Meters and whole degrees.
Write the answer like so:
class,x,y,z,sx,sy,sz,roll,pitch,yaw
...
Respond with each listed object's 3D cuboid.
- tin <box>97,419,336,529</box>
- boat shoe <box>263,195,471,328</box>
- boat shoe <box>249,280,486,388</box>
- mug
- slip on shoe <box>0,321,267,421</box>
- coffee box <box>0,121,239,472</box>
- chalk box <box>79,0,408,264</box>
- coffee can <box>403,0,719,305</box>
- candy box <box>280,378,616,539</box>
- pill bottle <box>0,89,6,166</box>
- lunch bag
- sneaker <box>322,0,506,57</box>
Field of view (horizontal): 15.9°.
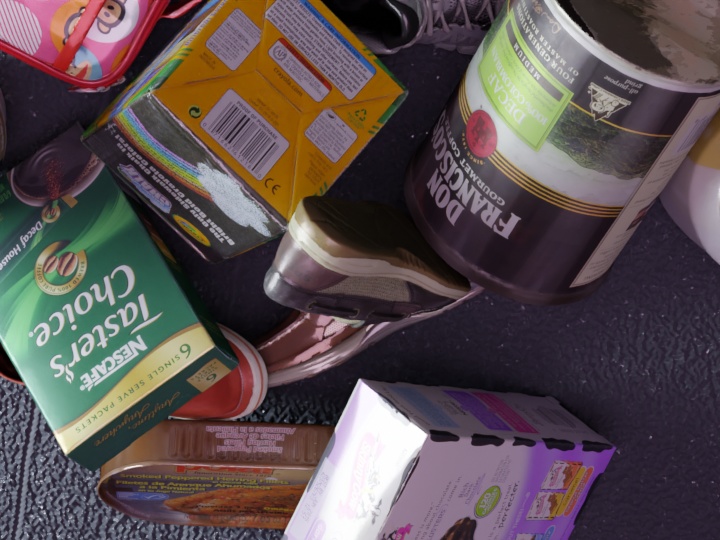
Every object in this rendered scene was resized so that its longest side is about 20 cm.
class,x,y,z,sx,sy,sz,roll,pitch,yaw
tin,-0.073,0.135,1.709,0.200,0.112,0.042,3,68,-1
boat shoe,0.000,0.001,1.566,0.066,0.201,0.072,-46,68,14
boat shoe,-0.004,0.015,1.694,0.200,0.076,0.072,-27,94,5
mug,0.249,-0.074,1.610,0.149,0.153,0.187,-31,102,11
slip on shoe,-0.156,0.062,1.686,0.200,0.061,0.074,11,113,18
coffee box,-0.176,0.015,1.648,0.123,0.044,0.200,-35,63,5
chalk box,-0.082,-0.093,1.618,0.125,0.200,0.124,44,70,-11
coffee can,0.132,-0.098,1.575,0.146,0.146,0.200,26,131,-5
candy box,0.049,0.162,1.666,0.072,0.200,0.168,39,109,37
pill bottle,-0.284,-0.076,1.610,0.115,0.200,0.116,1,107,2
lunch bag,-0.167,-0.220,1.629,0.176,0.082,0.200,28,103,-10
sneaker,0.054,-0.161,1.613,0.200,0.116,0.075,-3,106,4
